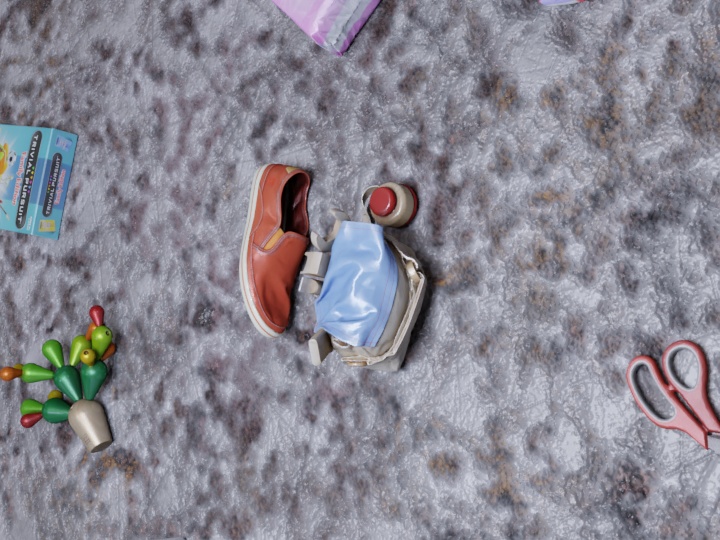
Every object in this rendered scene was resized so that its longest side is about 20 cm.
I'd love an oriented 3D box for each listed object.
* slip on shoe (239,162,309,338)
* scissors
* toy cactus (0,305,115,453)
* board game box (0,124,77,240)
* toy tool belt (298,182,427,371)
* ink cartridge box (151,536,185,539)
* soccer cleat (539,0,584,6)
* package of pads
[{"bbox_3d":[-0.091,-0.025,1.144,0.061,0.074,0.202,-4,75,33],"label":"slip on shoe"},{"bbox_3d":[0.297,0.149,0.859,0.073,0.014,0.201,-38,63,23],"label":"scissors"},{"bbox_3d":[-0.373,0.155,1.317,0.200,0.102,0.166,-38,71,16],"label":"toy cactus"},{"bbox_3d":[-0.503,-0.133,1.483,0.199,0.047,0.152,9,88,38],"label":"board game box"},{"bbox_3d":[0.000,0.000,1.036,0.124,0.123,0.202,5,85,37],"label":"toy tool belt"},{"bbox_3d":[-0.231,0.403,1.123,0.084,0.146,0.201,-45,59,23],"label":"ink cartridge box"},{"bbox_3d":[0.199,-0.356,0.990,0.076,0.066,0.202,-13,77,39],"label":"soccer cleat"},{"bbox_3d":[-0.056,-0.350,1.169,0.121,0.075,0.200,-51,57,14],"label":"package of pads"}]
